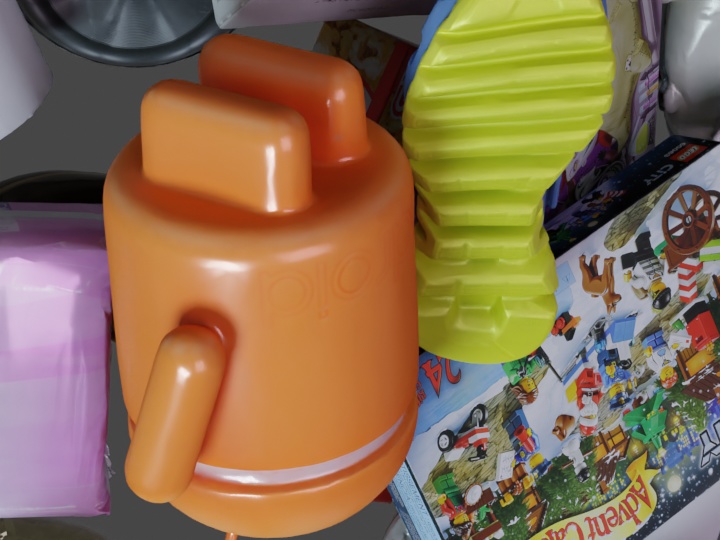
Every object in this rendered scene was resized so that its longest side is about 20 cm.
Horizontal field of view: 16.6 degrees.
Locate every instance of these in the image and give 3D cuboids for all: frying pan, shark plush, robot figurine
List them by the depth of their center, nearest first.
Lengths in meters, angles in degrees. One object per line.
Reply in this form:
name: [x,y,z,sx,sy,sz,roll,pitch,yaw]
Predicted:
robot figurine: [-0.036,0.016,0.917,0.116,0.144,0.201,-7,123,-6]
frying pan: [-0.056,-0.116,0.989,0.189,0.031,0.115,19,120,-16]
shark plush: [0.175,-0.105,1.152,0.090,0.083,0.201,-4,123,7]

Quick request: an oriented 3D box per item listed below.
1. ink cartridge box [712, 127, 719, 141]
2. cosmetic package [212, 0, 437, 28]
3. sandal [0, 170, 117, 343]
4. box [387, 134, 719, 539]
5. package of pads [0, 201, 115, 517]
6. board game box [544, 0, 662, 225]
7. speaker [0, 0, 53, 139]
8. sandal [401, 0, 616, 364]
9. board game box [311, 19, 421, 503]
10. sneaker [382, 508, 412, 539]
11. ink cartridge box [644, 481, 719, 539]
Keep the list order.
ink cartridge box: [0.230,-0.030,1.171,0.199,0.068,0.117,-9,137,-46]
cosmetic package: [-0.012,-0.202,0.934,0.107,0.085,0.201,-5,78,-28]
sandal: [-0.095,0.003,1.036,0.199,0.055,0.082,-2,110,-33]
box: [0.099,0.051,1.072,0.200,0.038,0.137,-35,113,-21]
package of pads: [-0.189,0.034,0.947,0.199,0.076,0.121,1,105,-15]
board game box: [0.088,-0.092,1.059,0.120,0.032,0.201,-38,143,-31]
speaker: [-0.187,-0.136,0.908,0.081,0.081,0.201,-33,124,-17]
sandal: [0.049,-0.057,0.955,0.079,0.087,0.201,6,137,-7]
board game box: [0.000,0.000,1.069,0.151,0.046,0.201,11,104,-60]
sneaker: [0.058,0.103,1.136,0.078,0.079,0.201,23,84,2]
ink cartridge box: [0.161,0.136,1.233,0.145,0.084,0.200,-50,127,-6]
